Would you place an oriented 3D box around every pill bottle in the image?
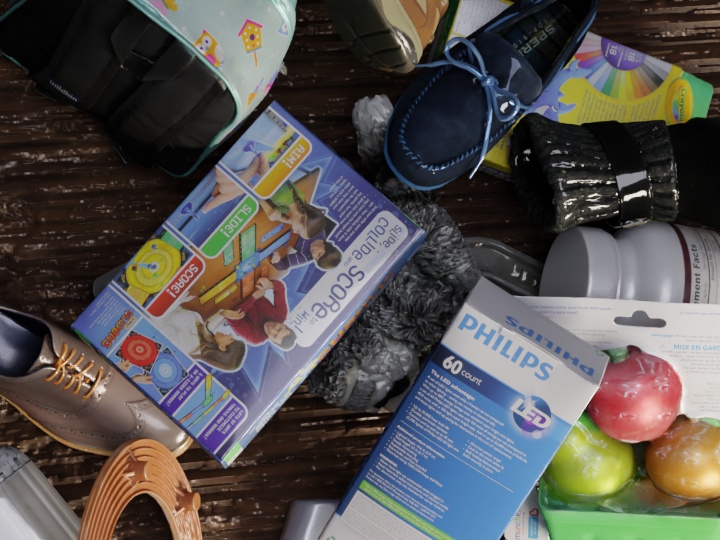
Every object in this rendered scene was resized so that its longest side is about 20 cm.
[{"bbox_3d":[0.229,0.026,1.695,0.199,0.113,0.114,9,84,-19],"label":"pill bottle"}]

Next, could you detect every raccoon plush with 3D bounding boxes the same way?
[{"bbox_3d":[0.000,0.000,1.652,0.133,0.097,0.201,-27,80,-7],"label":"raccoon plush"}]

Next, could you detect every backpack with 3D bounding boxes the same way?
[{"bbox_3d":[-0.127,-0.168,1.587,0.176,0.200,0.154,40,75,-7],"label":"backpack"}]

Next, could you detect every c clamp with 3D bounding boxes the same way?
[{"bbox_3d":[0.114,0.077,1.716,0.199,0.027,0.172,32,80,-10],"label":"c clamp"}]

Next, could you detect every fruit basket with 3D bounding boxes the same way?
[{"bbox_3d":[0.188,0.103,1.639,0.184,0.094,0.201,1,115,7],"label":"fruit basket"}]

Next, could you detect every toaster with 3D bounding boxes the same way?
[{"bbox_3d":[-0.242,0.202,1.577,0.200,0.114,0.129,-37,93,-12],"label":"toaster"}]

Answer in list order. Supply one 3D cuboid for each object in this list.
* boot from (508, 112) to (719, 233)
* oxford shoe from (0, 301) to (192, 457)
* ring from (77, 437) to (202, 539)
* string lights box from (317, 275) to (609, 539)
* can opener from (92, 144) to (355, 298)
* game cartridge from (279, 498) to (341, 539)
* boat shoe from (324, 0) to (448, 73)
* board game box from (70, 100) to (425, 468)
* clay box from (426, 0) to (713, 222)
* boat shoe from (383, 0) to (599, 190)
[{"bbox_3d":[0.200,-0.059,1.610,0.157,0.211,0.080,0,97,-20],"label":"boot"},{"bbox_3d":[-0.198,0.073,1.616,0.199,0.073,0.072,24,80,-11],"label":"oxford shoe"},{"bbox_3d":[-0.135,0.208,1.569,0.019,0.200,0.202,-1,85,18],"label":"ring"},{"bbox_3d":[0.066,0.117,1.592,0.102,0.059,0.201,32,112,2],"label":"string lights box"},{"bbox_3d":[-0.090,-0.013,1.670,0.199,0.053,0.067,-28,122,-14],"label":"can opener"},{"bbox_3d":[0.032,0.234,1.681,0.199,0.040,0.134,19,78,-12],"label":"game cartridge"},{"bbox_3d":[-0.002,-0.220,1.568,0.074,0.075,0.201,-48,133,-23],"label":"boat shoe"},{"bbox_3d":[-0.072,0.009,1.589,0.135,0.034,0.200,41,83,9],"label":"board game box"},{"bbox_3d":[0.141,-0.112,1.726,0.199,0.048,0.116,21,81,-13],"label":"clay box"},{"bbox_3d":[0.086,-0.136,1.630,0.084,0.069,0.200,42,58,-5],"label":"boat shoe"}]
